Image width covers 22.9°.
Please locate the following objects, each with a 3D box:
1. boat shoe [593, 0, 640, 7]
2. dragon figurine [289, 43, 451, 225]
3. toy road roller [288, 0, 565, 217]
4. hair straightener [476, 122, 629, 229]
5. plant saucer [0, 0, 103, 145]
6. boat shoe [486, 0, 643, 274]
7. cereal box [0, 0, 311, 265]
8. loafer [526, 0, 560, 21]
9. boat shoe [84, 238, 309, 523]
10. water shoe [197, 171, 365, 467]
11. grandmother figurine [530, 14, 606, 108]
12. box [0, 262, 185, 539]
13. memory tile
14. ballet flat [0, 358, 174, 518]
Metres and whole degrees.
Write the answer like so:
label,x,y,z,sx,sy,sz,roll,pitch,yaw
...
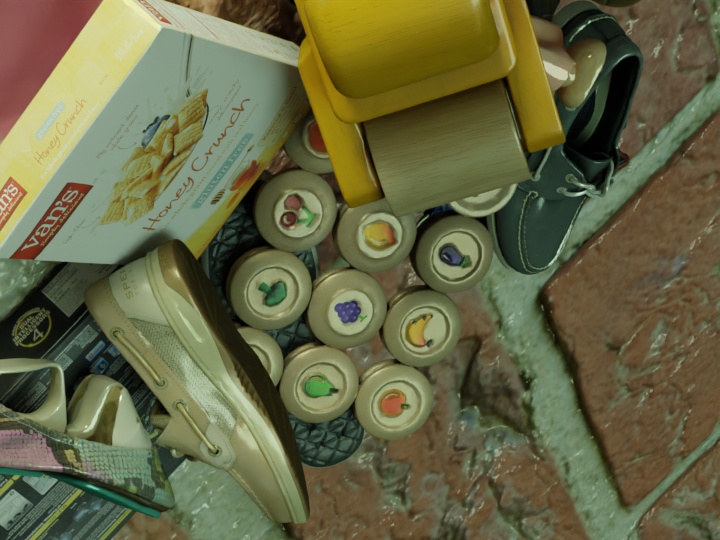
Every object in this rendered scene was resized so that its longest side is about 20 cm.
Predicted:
label,x,y,z,sx,sy,sz,roll,pitch,yaw
boat shoe,0.168,-0.267,1.100,0.065,0.073,0.200,-47,147,-66
dragon figurine,0.010,-0.082,1.083,0.200,0.059,0.100,5,116,-48
toy road roller,0.026,-0.113,0.898,0.123,0.146,0.200,-17,113,7
hair straightener,0.104,-0.066,1.223,0.200,0.041,0.077,-28,134,-22
plant saucer,-0.182,-0.128,0.850,0.200,0.051,0.201,-28,137,-30
boat shoe,0.136,-0.074,1.165,0.073,0.062,0.200,-14,129,-37
cereal box,-0.107,-0.067,0.929,0.144,0.040,0.200,-52,162,15
loafer,0.097,-0.219,1.067,0.071,0.073,0.200,-50,158,-40
boat shoe,-0.088,0.073,1.004,0.065,0.072,0.200,-24,124,6
water shoe,-0.057,0.029,1.101,0.071,0.079,0.200,-20,110,-10
grandmother figurine,0.037,-0.148,1.019,0.200,0.121,0.061,22,69,-29
box,-0.174,0.095,1.043,0.200,0.049,0.161,-47,141,-7
memory tile,0.000,0.000,1.054,0.153,0.017,0.200,16,102,-20
ballet flat,-0.167,0.086,0.962,0.200,0.069,0.071,22,81,-48
